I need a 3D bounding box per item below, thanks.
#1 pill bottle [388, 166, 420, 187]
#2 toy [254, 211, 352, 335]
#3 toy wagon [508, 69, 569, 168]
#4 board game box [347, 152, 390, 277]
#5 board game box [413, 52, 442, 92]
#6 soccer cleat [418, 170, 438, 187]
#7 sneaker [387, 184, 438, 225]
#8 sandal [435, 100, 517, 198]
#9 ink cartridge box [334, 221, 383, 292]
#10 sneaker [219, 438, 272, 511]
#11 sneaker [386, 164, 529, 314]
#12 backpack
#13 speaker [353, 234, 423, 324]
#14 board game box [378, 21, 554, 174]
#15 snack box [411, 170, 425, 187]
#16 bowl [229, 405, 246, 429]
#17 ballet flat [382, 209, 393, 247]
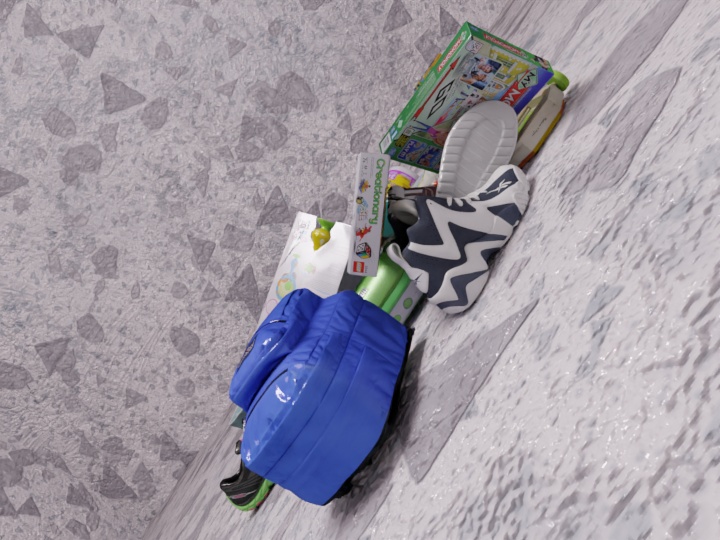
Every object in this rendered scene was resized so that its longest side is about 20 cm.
[{"bbox_3d":[0.062,-0.130,1.309,0.201,0.104,0.104,-58,7,-17],"label":"pill bottle"},{"bbox_3d":[-0.069,0.027,0.809,0.047,0.114,0.202,16,-89,-54],"label":"toy"},{"bbox_3d":[0.213,-0.190,0.806,0.156,0.039,0.200,-55,6,1],"label":"toy wagon"},{"bbox_3d":[0.013,-0.075,0.686,0.200,0.034,0.128,-74,-10,-78],"label":"board game box"},{"bbox_3d":[0.189,-0.331,1.108,0.057,0.165,0.200,-55,7,10],"label":"board game box"},{"bbox_3d":[0.135,-0.150,1.004,0.077,0.070,0.200,-6,37,45],"label":"soccer cleat"},{"bbox_3d":[0.120,-0.075,0.830,0.200,0.114,0.077,13,-105,-67],"label":"sneaker"},{"bbox_3d":[0.133,-0.115,0.725,0.050,0.082,0.204,39,-107,-85],"label":"sandal"},{"bbox_3d":[0.000,0.000,0.934,0.083,0.146,0.200,-58,5,9],"label":"ink cartridge box"},{"bbox_3d":[-0.153,0.283,0.922,0.201,0.083,0.077,-57,8,-12],"label":"sneaker"},{"bbox_3d":[0.097,-0.066,0.633,0.200,0.129,0.079,-58,9,-17],"label":"sneaker"},{"bbox_3d":[-0.051,0.130,0.608,0.163,0.167,0.200,-59,8,28],"label":"backpack"},{"bbox_3d":[0.026,0.048,0.782,0.201,0.088,0.088,-56,7,-1],"label":"speaker"},{"bbox_3d":[0.131,-0.207,0.744,0.200,0.133,0.029,-49,39,44],"label":"board game box"},{"bbox_3d":[0.111,-0.117,1.106,0.142,0.053,0.201,-51,10,48],"label":"snack box"},{"bbox_3d":[-0.140,0.219,1.050,0.201,0.105,0.201,-54,7,10],"label":"bowl"},{"bbox_3d":[0.029,-0.079,1.043,0.200,0.067,0.063,-55,17,39],"label":"ballet flat"}]
